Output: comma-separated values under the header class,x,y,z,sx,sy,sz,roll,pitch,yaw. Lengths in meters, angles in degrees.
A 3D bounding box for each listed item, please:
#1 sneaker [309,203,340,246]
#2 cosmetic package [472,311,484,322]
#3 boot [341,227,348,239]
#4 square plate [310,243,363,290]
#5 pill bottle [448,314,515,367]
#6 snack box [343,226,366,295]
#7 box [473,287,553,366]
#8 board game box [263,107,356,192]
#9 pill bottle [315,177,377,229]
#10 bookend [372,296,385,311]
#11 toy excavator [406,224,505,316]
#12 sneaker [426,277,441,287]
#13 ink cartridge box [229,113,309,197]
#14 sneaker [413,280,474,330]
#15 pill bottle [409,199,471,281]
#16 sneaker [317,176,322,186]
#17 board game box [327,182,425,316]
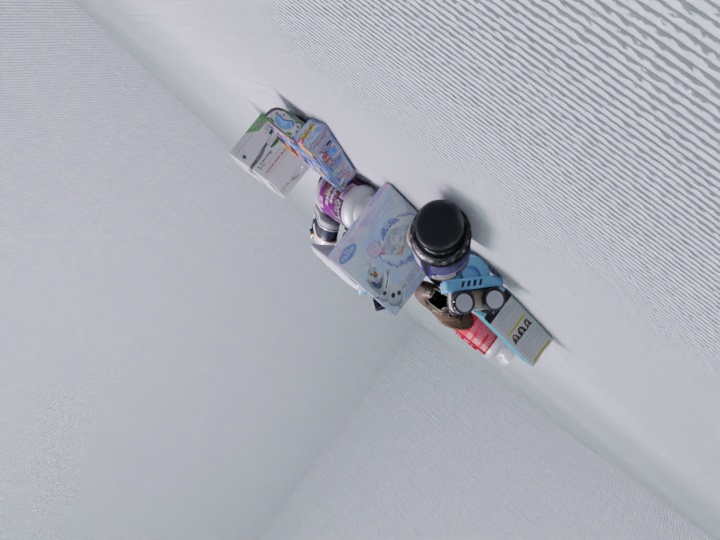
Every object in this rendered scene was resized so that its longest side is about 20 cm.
class,x,y,z,sx,sy,sz,roll,pitch,yaw
sneaker,-0.092,-0.115,1.644,0.076,0.081,0.201,15,-159,-7
cosmetic package,0.283,0.077,1.556,0.082,0.051,0.200,37,-175,6
boot,0.025,-0.061,1.525,0.201,0.150,0.076,-75,-20,-66
square plate,0.000,0.000,1.528,0.195,0.029,0.199,6,-154,-47
pill bottle,0.339,0.166,1.750,0.199,0.113,0.112,39,176,13
snack box,-0.009,-0.046,1.740,0.116,0.036,0.205,99,158,-75
box,0.346,0.125,1.448,0.199,0.083,0.049,42,175,-26
board game box,-0.112,-0.283,1.403,0.199,0.062,0.200,39,175,13
pill bottle,-0.017,-0.158,1.521,0.112,0.113,0.199,42,175,-41
bookend,0.071,-0.006,1.711,0.199,0.090,0.206,137,120,-82
toy excavator,0.197,-0.008,1.337,0.189,0.206,0.100,-6,174,0
sneaker,0.179,-0.006,1.620,0.200,0.071,0.073,45,168,52
ink cartridge box,-0.229,-0.302,1.676,0.199,0.147,0.084,35,174,39
sneaker,0.212,0.097,1.561,0.198,0.072,0.075,32,178,-25
pill bottle,0.144,-0.054,1.149,0.111,0.113,0.200,38,175,14
sneaker,-0.038,-0.201,1.739,0.081,0.073,0.200,9,160,35
board game box,0.063,-0.044,1.379,0.198,0.201,0.043,40,178,-22
